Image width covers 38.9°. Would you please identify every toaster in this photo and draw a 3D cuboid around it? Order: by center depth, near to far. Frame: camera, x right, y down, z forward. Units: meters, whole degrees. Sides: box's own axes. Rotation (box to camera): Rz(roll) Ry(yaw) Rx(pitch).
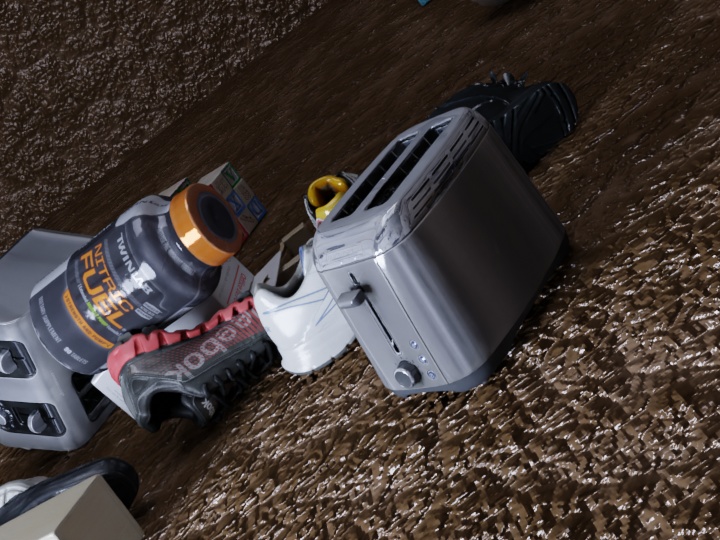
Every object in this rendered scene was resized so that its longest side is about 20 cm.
[{"bbox_3d":[0.058,-0.020,0.705,0.113,0.130,0.201,-12,31,50],"label":"toaster"},{"bbox_3d":[-0.329,0.069,1.100,0.117,0.183,0.201,5,38,25],"label":"toaster"}]

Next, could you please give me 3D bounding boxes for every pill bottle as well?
[{"bbox_3d":[-0.198,0.003,0.921,0.199,0.106,0.107,-34,18,24],"label":"pill bottle"}]

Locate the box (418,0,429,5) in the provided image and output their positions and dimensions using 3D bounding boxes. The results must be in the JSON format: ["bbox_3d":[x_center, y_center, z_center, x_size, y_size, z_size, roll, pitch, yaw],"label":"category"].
[{"bbox_3d":[0.129,-0.563,1.950,0.082,0.049,0.201,-33,19,12],"label":"box"}]

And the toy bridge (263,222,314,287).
[{"bbox_3d":[-0.070,0.005,1.040,0.067,0.027,0.200,-38,18,5],"label":"toy bridge"}]

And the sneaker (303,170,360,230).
[{"bbox_3d":[-0.014,-0.069,1.024,0.077,0.083,0.200,-36,18,4],"label":"sneaker"}]

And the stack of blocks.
[{"bbox_3d":[-0.213,-0.057,1.308,0.058,0.116,0.201,-22,24,36],"label":"stack of blocks"}]

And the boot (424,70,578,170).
[{"bbox_3d":[0.095,-0.118,0.954,0.197,0.074,0.162,-35,20,-14],"label":"boot"}]

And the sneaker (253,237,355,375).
[{"bbox_3d":[0.000,0.000,0.833,0.199,0.088,0.075,-36,17,1],"label":"sneaker"}]

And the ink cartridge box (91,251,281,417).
[{"bbox_3d":[-0.173,0.045,1.032,0.200,0.068,0.116,-42,18,16],"label":"ink cartridge box"}]

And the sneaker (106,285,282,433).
[{"bbox_3d":[-0.119,0.082,0.888,0.197,0.071,0.099,-19,54,-4],"label":"sneaker"}]

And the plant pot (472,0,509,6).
[{"bbox_3d":[0.209,-0.464,1.408,0.201,0.200,0.173,-52,6,-37],"label":"plant pot"}]

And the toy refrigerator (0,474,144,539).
[{"bbox_3d":[-0.269,0.243,0.798,0.198,0.070,0.076,-29,14,23],"label":"toy refrigerator"}]

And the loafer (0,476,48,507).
[{"bbox_3d":[-0.374,0.260,0.966,0.198,0.073,0.063,-32,3,5],"label":"loafer"}]

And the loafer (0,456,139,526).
[{"bbox_3d":[-0.263,0.204,0.867,0.199,0.068,0.071,-33,30,24],"label":"loafer"}]
